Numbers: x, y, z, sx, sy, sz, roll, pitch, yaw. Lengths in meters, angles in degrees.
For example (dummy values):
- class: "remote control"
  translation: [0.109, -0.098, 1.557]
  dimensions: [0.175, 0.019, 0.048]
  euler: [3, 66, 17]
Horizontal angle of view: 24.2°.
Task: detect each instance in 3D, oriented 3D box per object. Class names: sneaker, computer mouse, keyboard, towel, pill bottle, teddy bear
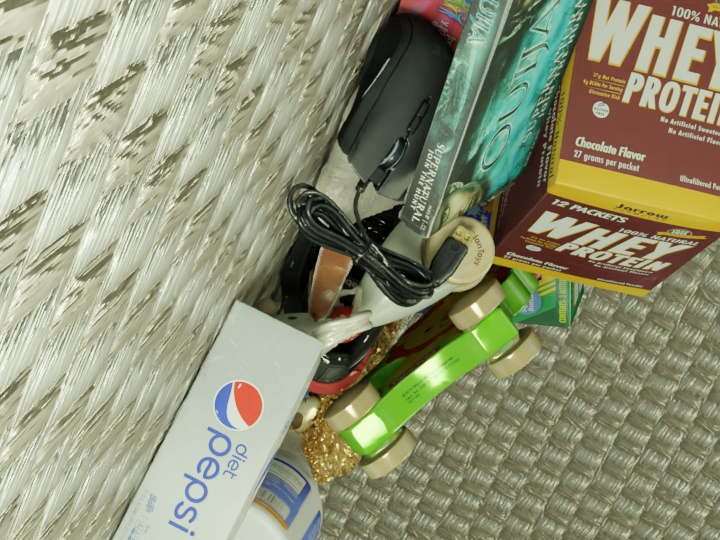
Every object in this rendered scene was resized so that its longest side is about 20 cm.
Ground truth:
- class: "sneaker"
  translation: [0.000, 0.000, 1.338]
  dimensions: [0.098, 0.070, 0.202]
  euler: [111, 1, -80]
- class: "computer mouse"
  translation: [0.044, -0.076, 1.158]
  dimensions: [0.046, 0.140, 0.201]
  euler: [-14, -138, 51]
- class: "keyboard"
  translation: [-0.051, 0.013, 1.375]
  dimensions: [0.200, 0.020, 0.128]
  euler: [94, 21, -79]
- class: "towel"
  translation: [0.042, -0.103, 1.282]
  dimensions: [0.199, 0.034, 0.133]
  euler: [-27, 148, -47]
- class: "pill bottle"
  translation: [-0.095, 0.226, 1.486]
  dimensions: [0.113, 0.111, 0.200]
  euler: [-65, 176, 13]
- class: "teddy bear"
  translation: [-0.021, 0.097, 1.543]
  dimensions: [0.145, 0.067, 0.201]
  euler: [-18, -141, 50]

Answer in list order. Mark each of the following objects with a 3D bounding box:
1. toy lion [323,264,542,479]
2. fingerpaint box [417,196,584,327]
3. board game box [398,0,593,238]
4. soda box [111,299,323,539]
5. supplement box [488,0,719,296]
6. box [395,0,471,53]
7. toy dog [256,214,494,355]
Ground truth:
- class: "toy lion"
  translation: [0.061, 0.064, 1.353]
  dimensions: [0.200, 0.069, 0.192]
  euler: [-39, -172, 2]
- class: "fingerpaint box"
  translation: [0.105, -0.060, 1.438]
  dimensions: [0.073, 0.165, 0.202]
  euler: [-57, 149, -57]
- class: "board game box"
  translation: [0.096, -0.127, 1.091]
  dimensions: [0.135, 0.028, 0.201]
  euler: [-34, 150, -47]
- class: "soda box"
  translation: [-0.096, 0.126, 1.101]
  dimensions: [0.063, 0.068, 0.201]
  euler: [104, 11, -75]
- class: "supplement box"
  translation: [0.191, -0.110, 1.236]
  dimensions: [0.200, 0.132, 0.199]
  euler: [123, -21, -72]
- class: "box"
  translation: [0.100, -0.239, 1.178]
  dimensions: [0.200, 0.094, 0.103]
  euler: [111, 5, -54]
- class: "toy dog"
  translation: [0.007, -0.007, 1.237]
  dimensions: [0.199, 0.097, 0.132]
  euler: [-23, 174, -27]
